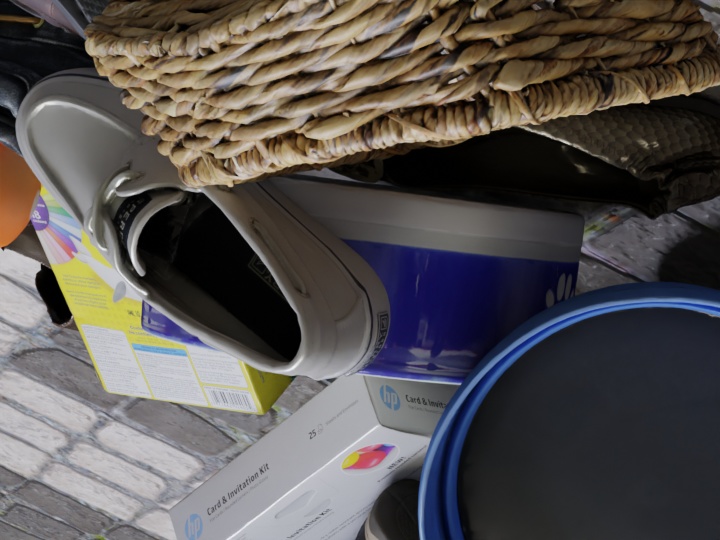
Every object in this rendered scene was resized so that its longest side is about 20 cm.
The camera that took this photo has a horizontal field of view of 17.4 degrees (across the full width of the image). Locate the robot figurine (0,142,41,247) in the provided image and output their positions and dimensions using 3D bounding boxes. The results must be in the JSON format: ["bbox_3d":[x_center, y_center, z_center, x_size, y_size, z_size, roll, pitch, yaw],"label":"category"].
[{"bbox_3d":[-0.236,-0.029,1.146,0.117,0.200,0.144,53,-165,6],"label":"robot figurine"}]

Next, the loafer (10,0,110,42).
[{"bbox_3d":[-0.122,-0.137,1.026,0.199,0.072,0.063,26,177,4],"label":"loafer"}]

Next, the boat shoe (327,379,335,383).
[{"bbox_3d":[-0.010,0.031,1.255,0.199,0.072,0.069,3,134,36],"label":"boat shoe"}]

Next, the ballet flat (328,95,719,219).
[{"bbox_3d":[0.065,-0.051,1.025,0.198,0.047,0.068,6,151,12],"label":"ballet flat"}]

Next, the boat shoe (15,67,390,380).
[{"bbox_3d":[-0.079,-0.019,0.973,0.200,0.072,0.066,41,-158,22],"label":"boat shoe"}]

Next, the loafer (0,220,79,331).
[{"bbox_3d":[-0.147,0.004,1.317,0.200,0.071,0.073,46,170,-37],"label":"loafer"}]

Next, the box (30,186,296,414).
[{"bbox_3d":[-0.113,-0.023,1.209,0.117,0.048,0.201,6,131,35],"label":"box"}]

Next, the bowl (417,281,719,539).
[{"bbox_3d":[0.124,0.098,0.995,0.199,0.202,0.039,23,-161,-5],"label":"bowl"}]

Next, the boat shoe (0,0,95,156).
[{"bbox_3d":[-0.096,-0.081,1.075,0.199,0.091,0.071,19,158,5],"label":"boat shoe"}]

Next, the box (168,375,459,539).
[{"bbox_3d":[0.021,0.117,1.260,0.199,0.041,0.156,12,139,-46],"label":"box"}]

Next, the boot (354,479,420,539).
[{"bbox_3d":[0.056,0.216,1.229,0.200,0.073,0.151,39,132,0],"label":"boot"}]

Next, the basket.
[{"bbox_3d":[0.012,-0.074,0.883,0.199,0.143,0.149,-8,126,46],"label":"basket"}]

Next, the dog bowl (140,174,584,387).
[{"bbox_3d":[0.000,0.000,1.082,0.198,0.079,0.200,7,-177,0],"label":"dog bowl"}]
